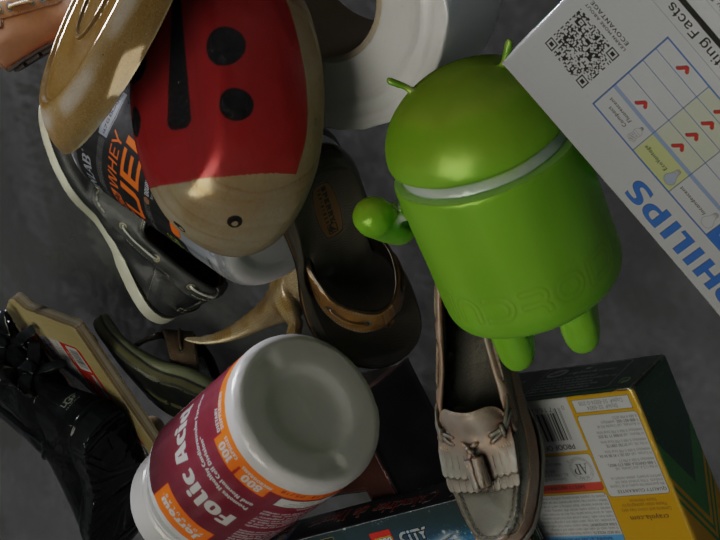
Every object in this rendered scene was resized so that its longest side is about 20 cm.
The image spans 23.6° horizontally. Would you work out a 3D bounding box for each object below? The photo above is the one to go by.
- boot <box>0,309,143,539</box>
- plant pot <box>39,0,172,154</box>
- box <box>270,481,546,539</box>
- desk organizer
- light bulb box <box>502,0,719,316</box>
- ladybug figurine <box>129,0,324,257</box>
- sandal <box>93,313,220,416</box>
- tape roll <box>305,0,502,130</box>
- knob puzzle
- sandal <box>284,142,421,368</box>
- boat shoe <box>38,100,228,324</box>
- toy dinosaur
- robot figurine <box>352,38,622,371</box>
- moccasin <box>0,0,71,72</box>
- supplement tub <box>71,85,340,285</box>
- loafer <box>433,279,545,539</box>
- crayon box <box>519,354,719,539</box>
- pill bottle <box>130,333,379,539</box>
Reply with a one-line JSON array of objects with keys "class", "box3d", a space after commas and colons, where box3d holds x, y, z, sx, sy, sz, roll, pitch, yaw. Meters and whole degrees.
[{"class": "boot", "box3d": [-0.258, 0.135, 1.441, 0.162, 0.073, 0.198, 32, 146, 27]}, {"class": "plant pot", "box3d": [-0.152, -0.168, 1.069, 0.027, 0.200, 0.200, 25, 140, -22]}, {"class": "box", "box3d": [0.044, 0.226, 1.221, 0.200, 0.038, 0.137, -19, 103, 30]}, {"class": "desk organizer", "box3d": [0.033, 0.173, 1.278, 0.077, 0.072, 0.200, -16, 105, 46]}, {"class": "light bulb box", "box3d": [0.220, -0.115, 0.906, 0.198, 0.125, 0.200, 49, 136, 2]}, {"class": "ladybug figurine", "box3d": [-0.090, -0.109, 1.055, 0.136, 0.072, 0.200, -10, 82, 33]}, {"class": "sandal", "box3d": [-0.133, 0.083, 1.365, 0.201, 0.057, 0.080, 24, 156, 34]}, {"class": "tape roll", "box3d": [-0.012, -0.193, 1.085, 0.202, 0.071, 0.203, 21, 128, 29]}, {"class": "knob puzzle", "box3d": [-0.230, 0.091, 1.451, 0.220, 0.030, 0.220, 38, 155, 21]}, {"class": "sandal", "box3d": [0.000, 0.000, 1.156, 0.055, 0.082, 0.200, 38, 155, 42]}, {"class": "boat shoe", "box3d": [-0.171, -0.057, 1.304, 0.068, 0.072, 0.200, -20, 107, 38]}, {"class": "toy dinosaur", "box3d": [-0.044, 0.021, 1.269, 0.101, 0.058, 0.200, 56, 130, 18]}, {"class": "robot figurine", "box3d": [0.087, -0.041, 1.035, 0.175, 0.116, 0.200, -16, 118, 15]}, {"class": "moccasin", "box3d": [-0.203, -0.210, 1.229, 0.201, 0.074, 0.078, -17, 108, 45]}, {"class": "supplement tub", "box3d": [-0.117, -0.086, 1.190, 0.200, 0.122, 0.123, 33, 133, 32]}, {"class": "loafer", "box3d": [0.074, 0.081, 1.126, 0.072, 0.063, 0.200, -11, 76, 31]}, {"class": "crayon box", "box3d": [0.179, 0.160, 1.165, 0.126, 0.052, 0.200, -11, 108, 43]}, {"class": "pill bottle", "box3d": [-0.082, 0.134, 1.217, 0.114, 0.114, 0.200, 50, 140, 2]}]
